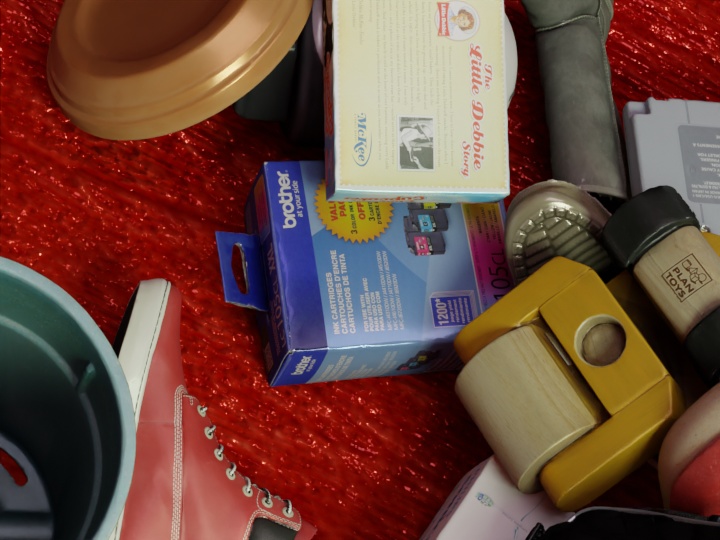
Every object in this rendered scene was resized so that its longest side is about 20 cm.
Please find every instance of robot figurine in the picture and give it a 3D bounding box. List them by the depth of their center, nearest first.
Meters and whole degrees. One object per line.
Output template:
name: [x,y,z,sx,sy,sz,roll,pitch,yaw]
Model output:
robot figurine: [0.010,-0.143,1.021,0.198,0.125,0.152,1,83,-13]

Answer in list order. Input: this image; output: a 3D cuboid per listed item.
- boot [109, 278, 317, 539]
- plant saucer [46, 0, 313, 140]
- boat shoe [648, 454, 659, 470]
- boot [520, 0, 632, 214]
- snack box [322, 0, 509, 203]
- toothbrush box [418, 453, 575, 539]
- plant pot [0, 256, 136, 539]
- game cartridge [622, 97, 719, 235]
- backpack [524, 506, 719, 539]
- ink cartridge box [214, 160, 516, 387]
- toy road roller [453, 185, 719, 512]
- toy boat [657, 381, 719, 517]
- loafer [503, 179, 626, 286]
boot: [-0.093,0.111,0.915,0.143,0.072,0.202,9,74,-13]
plant saucer: [-0.126,-0.175,0.978,0.198,0.038,0.202,-14,50,18]
boat shoe: [0.240,0.132,0.993,0.073,0.060,0.202,-23,84,-24]
boot: [0.144,-0.141,1.057,0.181,0.072,0.202,31,57,-46]
snack box: [0.034,-0.145,0.942,0.115,0.037,0.203,1,83,-12]
toothbrush box: [0.111,0.236,0.910,0.199,0.085,0.147,37,64,1]
plant pot: [-0.231,0.119,0.797,0.198,0.196,0.202,6,65,-13]
game cartridge: [0.285,-0.054,1.029,0.197,0.041,0.135,4,54,-6]
backpack: [0.166,0.220,0.776,0.151,0.199,0.178,50,62,-14]
ink cartridge box: [0.000,0.000,0.985,0.198,0.076,0.138,-4,69,-16]
toy road roller: [0.170,0.059,0.926,0.199,0.146,0.123,-36,61,6]
toy boat: [0.256,0.141,0.857,0.130,0.201,0.131,-33,47,-10]
loafer: [0.148,-0.006,0.996,0.075,0.200,0.069,-31,50,15]
